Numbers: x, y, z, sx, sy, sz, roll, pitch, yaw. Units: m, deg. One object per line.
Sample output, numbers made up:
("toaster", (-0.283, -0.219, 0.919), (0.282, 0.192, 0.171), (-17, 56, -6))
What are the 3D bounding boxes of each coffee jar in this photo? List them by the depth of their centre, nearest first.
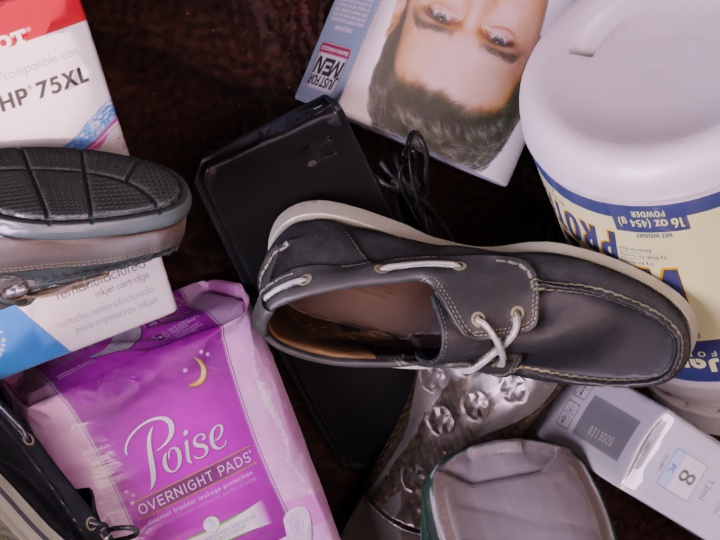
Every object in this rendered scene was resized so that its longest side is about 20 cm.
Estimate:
("coffee jar", (0.071, 0.179, 1.239), (0.085, 0.105, 0.201), (-9, 138, -10))

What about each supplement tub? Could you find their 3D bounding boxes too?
("supplement tub", (0.167, -0.031, 1.233), (0.145, 0.145, 0.201), (-37, 134, -11))

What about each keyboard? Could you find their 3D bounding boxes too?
("keyboard", (0.000, 0.000, 1.243), (0.104, 0.040, 0.201), (-23, 126, 2))

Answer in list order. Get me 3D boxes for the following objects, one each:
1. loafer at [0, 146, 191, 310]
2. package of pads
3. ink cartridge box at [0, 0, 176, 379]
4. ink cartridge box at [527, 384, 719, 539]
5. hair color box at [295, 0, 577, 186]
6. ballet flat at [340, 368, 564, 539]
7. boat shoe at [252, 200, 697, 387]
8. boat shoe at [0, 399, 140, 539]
("loafer", (-0.171, -0.011, 1.107), (0.199, 0.072, 0.063), (-2, 122, -11))
("package of pads", (-0.076, 0.117, 1.227), (0.120, 0.076, 0.201), (-25, 107, -15))
("ink cartridge box", (-0.169, -0.060, 1.161), (0.116, 0.067, 0.201), (-21, 107, -15))
("ink cartridge box", (0.175, 0.110, 1.278), (0.199, 0.160, 0.047), (31, 89, -24))
("hair color box", (0.056, -0.153, 1.238), (0.099, 0.061, 0.201), (21, 92, -24))
("ballet flat", (0.051, 0.074, 1.256), (0.067, 0.046, 0.201), (35, 112, 16))
("boat shoe", (0.050, 0.025, 1.171), (0.199, 0.068, 0.072), (11, 124, 3))
("boat shoe", (-0.134, 0.127, 1.150), (0.200, 0.074, 0.062), (52, 35, -22))
